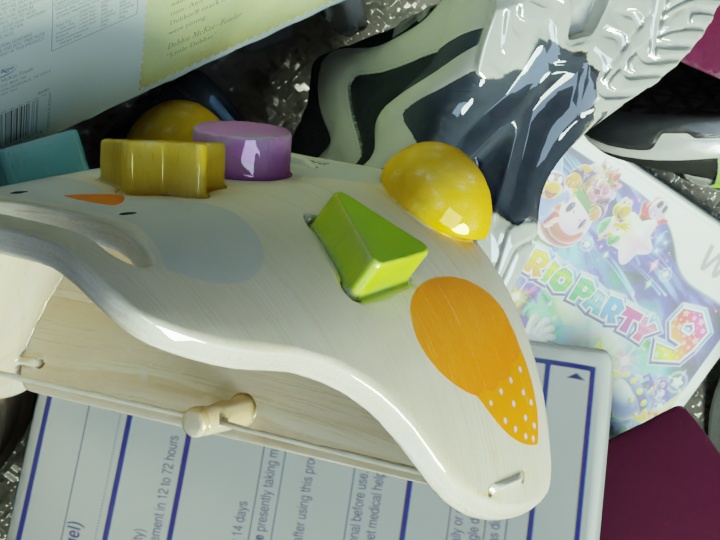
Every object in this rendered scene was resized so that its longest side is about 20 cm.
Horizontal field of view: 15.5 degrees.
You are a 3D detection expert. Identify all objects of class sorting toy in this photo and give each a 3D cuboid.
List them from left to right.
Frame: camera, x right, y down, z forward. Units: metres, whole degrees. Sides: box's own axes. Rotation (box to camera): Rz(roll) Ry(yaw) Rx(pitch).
[{"bbox_3d":[-0.063,0.004,0.769,0.180,0.199,0.108,2,97,-61],"label":"sorting toy"}]

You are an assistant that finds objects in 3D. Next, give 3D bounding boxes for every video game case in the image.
[{"bbox_3d":[0.066,0.047,1.076,0.143,0.018,0.201,31,98,-32],"label":"video game case"}]

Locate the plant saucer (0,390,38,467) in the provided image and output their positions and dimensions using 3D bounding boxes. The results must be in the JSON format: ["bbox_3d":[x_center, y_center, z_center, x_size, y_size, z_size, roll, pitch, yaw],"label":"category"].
[{"bbox_3d":[-0.205,0.042,0.894,0.198,0.030,0.201,-6,137,-5],"label":"plant saucer"}]

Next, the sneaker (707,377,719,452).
[{"bbox_3d":[0.211,0.096,1.141,0.111,0.073,0.201,-14,127,-22],"label":"sneaker"}]

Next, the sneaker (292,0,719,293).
[{"bbox_3d":[0.039,-0.075,0.911,0.079,0.129,0.200,30,87,-30],"label":"sneaker"}]

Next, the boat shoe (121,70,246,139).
[{"bbox_3d":[0.000,0.000,0.978,0.200,0.084,0.069,36,83,-26],"label":"boat shoe"}]

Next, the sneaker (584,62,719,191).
[{"bbox_3d":[0.175,-0.035,1.055,0.199,0.072,0.083,1,114,-25],"label":"sneaker"}]

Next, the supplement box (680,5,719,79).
[{"bbox_3d":[0.190,-0.117,0.942,0.199,0.103,0.132,25,107,11],"label":"supplement box"}]

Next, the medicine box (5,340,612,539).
[{"bbox_3d":[-0.021,0.117,0.902,0.198,0.183,0.103,7,149,4],"label":"medicine box"}]

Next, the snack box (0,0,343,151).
[{"bbox_3d":[-0.050,-0.116,0.825,0.199,0.037,0.117,-27,149,-27],"label":"snack box"}]

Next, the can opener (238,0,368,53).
[{"bbox_3d":[-0.038,-0.165,0.906,0.066,0.053,0.201,-20,120,-14],"label":"can opener"}]

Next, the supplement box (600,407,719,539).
[{"bbox_3d":[0.101,0.172,1.060,0.130,0.103,0.201,-24,142,-12],"label":"supplement box"}]
